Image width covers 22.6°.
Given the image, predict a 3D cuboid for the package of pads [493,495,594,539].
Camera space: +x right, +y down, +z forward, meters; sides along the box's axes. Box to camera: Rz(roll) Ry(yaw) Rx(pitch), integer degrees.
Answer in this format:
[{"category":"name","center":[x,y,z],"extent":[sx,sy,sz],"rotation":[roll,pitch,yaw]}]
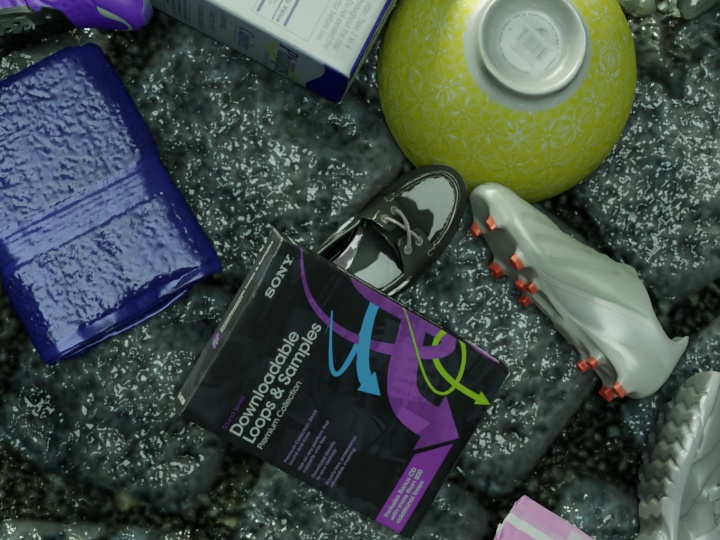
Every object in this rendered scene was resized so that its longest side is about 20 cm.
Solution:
[{"category":"package of pads","center":[0.159,0.259,1.247],"extent":[0.199,0.121,0.076],"rotation":[33,40,5]}]

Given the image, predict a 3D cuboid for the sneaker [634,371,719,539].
[{"category":"sneaker","center":[0.246,0.174,1.308],"extent":[0.081,0.075,0.202],"rotation":[11,93,-11]}]

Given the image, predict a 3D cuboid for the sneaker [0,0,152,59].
[{"category":"sneaker","center":[-0.250,-0.184,1.291],"extent":[0.198,0.070,0.101],"rotation":[15,77,8]}]

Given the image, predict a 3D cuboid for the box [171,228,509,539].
[{"category":"box","center":[-0.012,0.082,1.263],"extent":[0.199,0.036,0.144],"rotation":[29,93,-17]}]

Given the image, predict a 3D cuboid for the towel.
[{"category":"towel","center":[-0.207,-0.049,1.297],"extent":[0.147,0.050,0.201],"rotation":[-28,86,-16]}]

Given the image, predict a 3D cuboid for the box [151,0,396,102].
[{"category":"box","center":[-0.057,-0.252,1.307],"extent":[0.199,0.105,0.185],"rotation":[28,81,-1]}]

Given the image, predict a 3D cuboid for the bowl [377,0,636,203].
[{"category":"bowl","center":[0.115,-0.154,1.311],"extent":[0.198,0.108,0.203],"rotation":[1,83,-6]}]

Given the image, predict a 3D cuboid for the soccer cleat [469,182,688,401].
[{"category":"soccer cleat","center":[0.158,0.006,1.319],"extent":[0.077,0.069,0.200],"rotation":[-42,96,-14]}]

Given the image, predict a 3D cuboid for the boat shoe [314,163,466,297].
[{"category":"boat shoe","center":[0.000,0.000,1.288],"extent":[0.200,0.057,0.067],"rotation":[-41,93,2]}]

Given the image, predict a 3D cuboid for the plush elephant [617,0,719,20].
[{"category":"plush elephant","center":[0.310,-0.224,1.313],"extent":[0.198,0.165,0.155],"rotation":[-16,57,-31]}]
